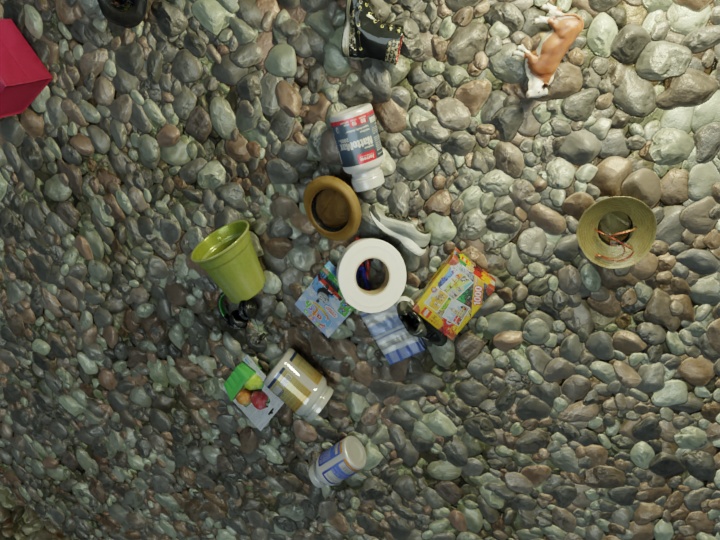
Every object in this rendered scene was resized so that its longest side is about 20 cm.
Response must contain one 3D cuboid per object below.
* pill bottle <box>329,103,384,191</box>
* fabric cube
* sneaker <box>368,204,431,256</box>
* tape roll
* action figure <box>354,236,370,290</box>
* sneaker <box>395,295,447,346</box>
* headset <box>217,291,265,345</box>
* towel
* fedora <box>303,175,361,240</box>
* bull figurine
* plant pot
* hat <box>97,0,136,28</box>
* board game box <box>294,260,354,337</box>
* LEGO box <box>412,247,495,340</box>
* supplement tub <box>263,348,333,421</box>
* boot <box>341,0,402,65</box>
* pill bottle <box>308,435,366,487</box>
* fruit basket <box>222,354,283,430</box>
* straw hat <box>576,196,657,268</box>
[{"bbox_3d":[-0.001,-0.320,1.579,0.116,0.120,0.206,-9,110,21],"label":"pill bottle"},{"bbox_3d":[-1.083,-0.587,1.769,0.193,0.201,0.202,-29,103,25],"label":"fabric cube"},{"bbox_3d":[0.109,-0.126,1.660,0.197,0.074,0.080,33,109,-5],"label":"sneaker"},{"bbox_3d":[0.029,0.013,1.691,0.195,0.071,0.211,-1,97,-7],"label":"tape roll"},{"bbox_3d":[0.000,0.000,1.757,0.063,0.052,0.207,4,111,21],"label":"action figure"},{"bbox_3d":[0.173,0.165,1.734,0.199,0.091,0.066,42,116,-15],"label":"sneaker"},{"bbox_3d":[-0.378,0.148,1.913,0.200,0.094,0.123,45,118,-5],"label":"headset"},{"bbox_3d":[0.097,0.181,1.815,0.144,0.024,0.204,-25,103,26],"label":"towel"},{"bbox_3d":[-0.067,-0.183,1.668,0.195,0.082,0.206,18,129,23],"label":"fedora"},{"bbox_3d":[0.425,-0.506,1.391,0.119,0.065,0.203,32,117,-1],"label":"bull figurine"},{"bbox_3d":[-0.378,-0.014,1.805,0.195,0.203,0.188,-16,119,23],"label":"plant pot"},{"bbox_3d":[-0.632,-0.768,1.616,0.194,0.081,0.207,11,123,16],"label":"hat"},{"bbox_3d":[-0.095,0.091,1.808,0.151,0.037,0.201,43,130,2],"label":"board game box"},{"bbox_3d":[0.262,0.066,1.682,0.147,0.077,0.202,35,118,0],"label":"LEGO box"},{"bbox_3d":[-0.196,0.366,1.918,0.199,0.145,0.145,41,118,-3],"label":"supplement tub"},{"bbox_3d":[0.037,-0.616,1.469,0.149,0.074,0.209,15,120,8],"label":"boot"},{"bbox_3d":[-0.081,0.651,2.022,0.199,0.112,0.113,-38,98,28],"label":"pill bottle"},{"bbox_3d":[-0.353,0.407,2.008,0.199,0.094,0.186,41,118,3],"label":"fruit basket"},{"bbox_3d":[0.626,-0.113,1.484,0.194,0.086,0.206,10,128,12],"label":"straw hat"}]
